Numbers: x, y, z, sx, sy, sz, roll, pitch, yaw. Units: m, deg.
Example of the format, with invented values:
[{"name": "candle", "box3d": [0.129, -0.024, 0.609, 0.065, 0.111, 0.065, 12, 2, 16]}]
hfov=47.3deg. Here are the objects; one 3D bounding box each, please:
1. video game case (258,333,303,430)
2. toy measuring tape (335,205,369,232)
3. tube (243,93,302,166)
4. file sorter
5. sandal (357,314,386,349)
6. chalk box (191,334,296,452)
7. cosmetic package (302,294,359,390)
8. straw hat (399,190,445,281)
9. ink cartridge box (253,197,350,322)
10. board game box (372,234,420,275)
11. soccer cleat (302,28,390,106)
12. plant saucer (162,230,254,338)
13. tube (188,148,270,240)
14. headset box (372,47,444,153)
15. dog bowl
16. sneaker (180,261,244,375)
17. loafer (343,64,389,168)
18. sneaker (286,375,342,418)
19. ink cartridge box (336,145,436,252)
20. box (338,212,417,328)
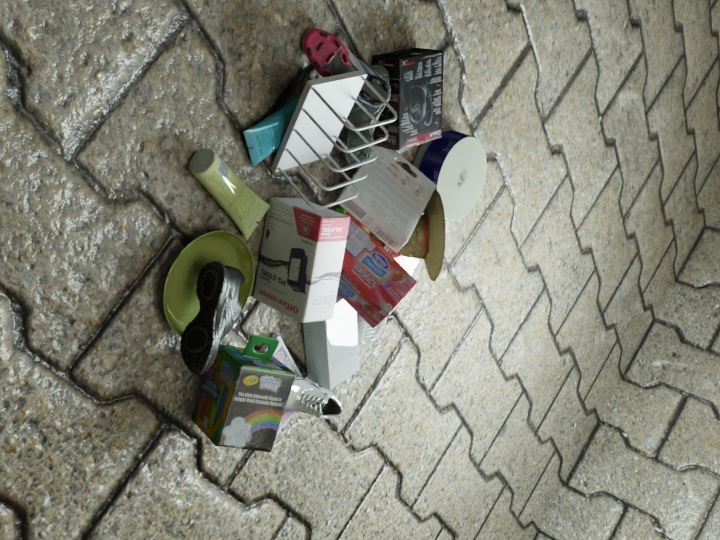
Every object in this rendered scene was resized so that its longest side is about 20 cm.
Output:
[{"name": "video game case", "box3d": [-0.181, 0.242, 1.673, 0.143, 0.018, 0.201, -48, 138, -24]}, {"name": "toy measuring tape", "box3d": [0.013, -0.085, 1.695, 0.074, 0.073, 0.201, -48, 127, -24]}, {"name": "tube", "box3d": [-0.126, -0.269, 1.471, 0.200, 0.050, 0.078, -41, 138, -25]}, {"name": "file sorter", "box3d": [-0.042, -0.229, 1.458, 0.138, 0.125, 0.201, -24, 154, -42]}, {"name": "sandal", "box3d": [0.017, 0.082, 1.759, 0.082, 0.050, 0.204, -17, 135, -28]}, {"name": "chalk box", "box3d": [-0.210, 0.213, 1.517, 0.124, 0.124, 0.202, 16, 95, -36]}, {"name": "cosmetic package", "box3d": [-0.061, 0.136, 1.725, 0.101, 0.071, 0.202, -30, 129, -41]}, {"name": "straw hat", "box3d": [0.118, -0.070, 1.749, 0.084, 0.201, 0.203, 0, 113, -8]}, {"name": "ink cartridge box", "box3d": [-0.111, -0.021, 1.525, 0.084, 0.144, 0.202, -5, 111, -48]}, {"name": "board game box", "box3d": [0.061, -0.016, 1.823, 0.201, 0.046, 0.152, -60, 142, -12]}, {"name": "soccer cleat", "box3d": [-0.031, -0.369, 1.515, 0.199, 0.086, 0.070, 35, 97, -24]}, {"name": "plant saucer", "box3d": [-0.271, 0.023, 1.443, 0.199, 0.031, 0.202, -26, 126, -41]}, {"name": "tube", "box3d": [-0.223, -0.132, 1.417, 0.058, 0.052, 0.200, -24, 145, 11]}, {"name": "headset box", "box3d": [0.098, -0.342, 1.679, 0.148, 0.077, 0.202, -25, 123, -43]}, {"name": "dog bowl", "box3d": [0.201, -0.216, 1.874, 0.199, 0.078, 0.202, -26, 126, -42]}, {"name": "sneaker", "box3d": [-0.247, 0.086, 1.423, 0.090, 0.075, 0.202, 7, 104, -58]}, {"name": "loafer", "box3d": [0.004, -0.303, 1.614, 0.071, 0.063, 0.202, 14, 96, -13]}, {"name": "sneaker", "box3d": [-0.105, 0.266, 1.704, 0.199, 0.070, 0.074, 19, 93, -53]}, {"name": "ink cartridge box", "box3d": [0.056, -0.155, 1.666, 0.161, 0.050, 0.201, 39, 43, -9]}, {"name": "box", "box3d": [0.000, 0.000, 1.624, 0.103, 0.200, 0.095, -46, 179, -27]}]
